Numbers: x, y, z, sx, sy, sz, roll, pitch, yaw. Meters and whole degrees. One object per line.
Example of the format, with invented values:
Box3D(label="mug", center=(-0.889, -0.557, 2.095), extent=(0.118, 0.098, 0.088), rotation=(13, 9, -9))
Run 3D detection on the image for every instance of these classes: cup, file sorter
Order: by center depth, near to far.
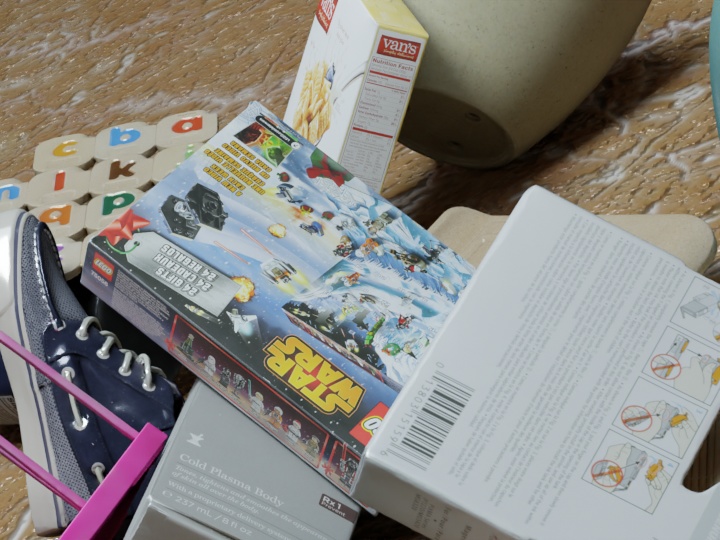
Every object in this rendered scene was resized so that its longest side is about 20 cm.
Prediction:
Box3D(label="file sorter", center=(-0.214, 0.145, 1.474), extent=(0.200, 0.125, 0.139), rotation=(-53, -3, -28))
Box3D(label="cup", center=(0.073, -0.151, 1.867), extent=(0.200, 0.200, 0.144), rotation=(0, 61, 43))

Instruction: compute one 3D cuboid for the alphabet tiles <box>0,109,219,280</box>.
Box3D(label="alphabet tiles", center=(-0.145, -0.043, 1.787), extent=(0.199, 0.015, 0.196), rotation=(-11, 28, 3))

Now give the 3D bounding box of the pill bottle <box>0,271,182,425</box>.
Box3D(label="pill bottle", center=(-0.207, 0.039, 1.807), extent=(0.199, 0.112, 0.112), rotation=(-6, 31, 38))

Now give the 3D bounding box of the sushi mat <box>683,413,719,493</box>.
Box3D(label="sushi mat", center=(0.183, 0.062, 1.511), extent=(0.095, 0.012, 0.200), rotation=(-18, 25, 17))

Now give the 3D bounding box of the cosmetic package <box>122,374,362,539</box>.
Box3D(label="cosmetic package", center=(-0.052, 0.109, 1.501), extent=(0.200, 0.106, 0.090), rotation=(-71, 7, -54))

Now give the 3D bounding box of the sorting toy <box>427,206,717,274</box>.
Box3D(label="sorting toy", center=(0.079, 0.033, 1.633), extent=(0.199, 0.037, 0.185), rotation=(6, 43, 46))

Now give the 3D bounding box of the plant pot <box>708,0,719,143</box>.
Box3D(label="plant pot", center=(0.277, -0.113, 1.578), extent=(0.200, 0.162, 0.201), rotation=(-19, 23, 8))

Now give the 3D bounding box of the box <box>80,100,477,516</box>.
Box3D(label="box", center=(-0.024, 0.016, 1.498), extent=(0.200, 0.040, 0.137), rotation=(38, 54, 15))

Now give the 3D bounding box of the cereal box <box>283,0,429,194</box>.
Box3D(label="cereal box", center=(-0.017, -0.074, 1.779), extent=(0.039, 0.201, 0.144), rotation=(12, 17, -16))

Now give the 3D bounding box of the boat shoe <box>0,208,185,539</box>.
Box3D(label="boat shoe", center=(-0.147, 0.056, 1.652), extent=(0.092, 0.201, 0.075), rotation=(-13, -7, 11))

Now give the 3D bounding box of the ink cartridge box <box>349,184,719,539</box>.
Box3D(label="ink cartridge box", center=(0.116, 0.070, 1.438), extent=(0.173, 0.044, 0.200), rotation=(28, 53, 8))
